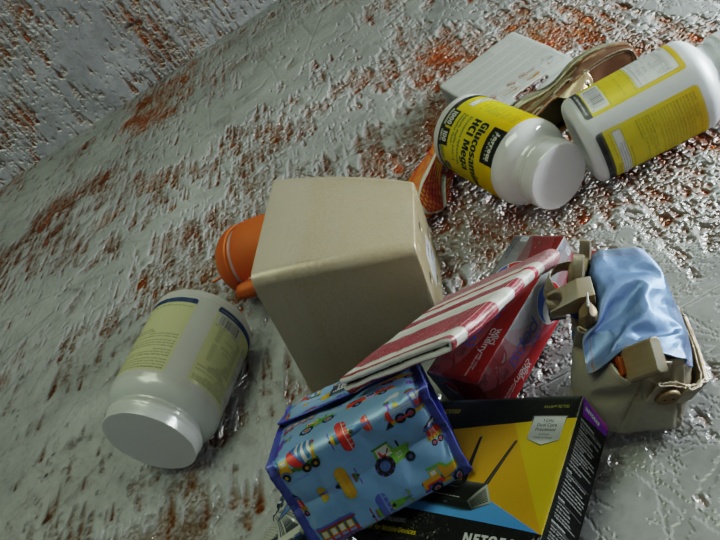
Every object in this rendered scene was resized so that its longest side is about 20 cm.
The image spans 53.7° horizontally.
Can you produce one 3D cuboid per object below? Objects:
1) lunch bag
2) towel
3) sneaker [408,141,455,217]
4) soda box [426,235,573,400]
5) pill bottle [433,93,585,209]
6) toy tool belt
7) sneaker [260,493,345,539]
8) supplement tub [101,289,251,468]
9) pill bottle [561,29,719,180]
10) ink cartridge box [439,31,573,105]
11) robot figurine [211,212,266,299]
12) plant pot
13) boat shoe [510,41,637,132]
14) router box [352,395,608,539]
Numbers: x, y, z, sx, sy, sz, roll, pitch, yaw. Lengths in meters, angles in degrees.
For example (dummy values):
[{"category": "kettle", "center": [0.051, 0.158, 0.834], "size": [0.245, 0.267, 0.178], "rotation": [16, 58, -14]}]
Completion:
[{"category": "lunch bag", "center": [0.001, 0.144, 0.677], "size": [0.150, 0.094, 0.200], "rotation": [-28, 12, 2]}, {"category": "towel", "center": [0.086, 0.045, 0.648], "size": [0.144, 0.023, 0.200], "rotation": [-30, 1, 44]}, {"category": "sneaker", "center": [0.111, -0.154, 1.054], "size": [0.077, 0.073, 0.200], "rotation": [-17, 31, 51]}, {"category": "soda box", "center": [0.157, 0.054, 0.749], "size": [0.070, 0.063, 0.200], "rotation": [6, 52, 49]}, {"category": "pill bottle", "center": [0.192, -0.154, 0.927], "size": [0.112, 0.113, 0.200], "rotation": [-40, 38, -6]}, {"category": "toy tool belt", "center": [0.227, 0.033, 0.626], "size": [0.124, 0.123, 0.201], "rotation": [-8, 48, 6]}, {"category": "sneaker", "center": [-0.051, 0.249, 0.701], "size": [0.200, 0.077, 0.085], "rotation": [-40, 27, -23]}, {"category": "supplement tub", "center": [-0.239, 0.140, 0.938], "size": [0.144, 0.145, 0.201], "rotation": [-15, 38, 29]}, {"category": "pill bottle", "center": [0.351, -0.198, 0.842], "size": [0.199, 0.112, 0.112], "rotation": [-27, 34, 14]}, {"category": "ink cartridge box", "center": [0.240, -0.300, 1.146], "size": [0.160, 0.047, 0.200], "rotation": [-36, 38, 0]}, {"category": "robot figurine", "center": [-0.138, -0.030, 1.087], "size": [0.199, 0.116, 0.145], "rotation": [-16, 77, 29]}, {"category": "plant pot", "center": [0.000, 0.000, 0.861], "size": [0.176, 0.201, 0.200], "rotation": [-14, 37, 14]}, {"category": "boat shoe", "center": [0.296, -0.236, 0.987], "size": [0.200, 0.076, 0.072], "rotation": [-36, 35, 19]}, {"category": "router box", "center": [0.100, 0.186, 0.621], "size": [0.200, 0.051, 0.149], "rotation": [-14, 37, 47]}]
